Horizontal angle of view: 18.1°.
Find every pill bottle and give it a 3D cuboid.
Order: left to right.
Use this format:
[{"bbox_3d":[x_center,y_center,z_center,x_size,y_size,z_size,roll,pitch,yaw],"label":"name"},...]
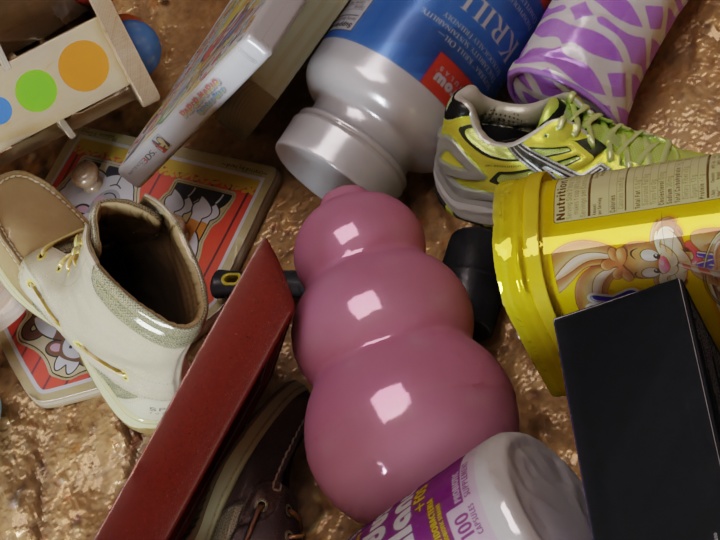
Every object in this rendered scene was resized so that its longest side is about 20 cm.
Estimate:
[{"bbox_3d":[0.036,-0.133,1.424,0.112,0.112,0.201,24,74,35],"label":"pill bottle"},{"bbox_3d":[0.033,0.182,1.206,0.200,0.112,0.113,-38,49,22],"label":"pill bottle"}]

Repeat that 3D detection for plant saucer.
[{"bbox_3d":[-0.095,0.099,1.310,0.037,0.200,0.200,28,71,1],"label":"plant saucer"}]

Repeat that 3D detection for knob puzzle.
[{"bbox_3d":[-0.169,-0.002,1.490,0.218,0.030,0.221,-12,56,18],"label":"knob puzzle"}]

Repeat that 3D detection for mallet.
[{"bbox_3d":[0.000,0.000,1.400,0.199,0.041,0.066,7,63,29],"label":"mallet"}]

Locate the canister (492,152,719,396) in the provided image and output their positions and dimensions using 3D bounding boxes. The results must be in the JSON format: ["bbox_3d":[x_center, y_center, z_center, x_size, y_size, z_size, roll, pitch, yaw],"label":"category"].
[{"bbox_3d":[0.188,-0.002,1.246,0.199,0.149,0.087,-9,54,18],"label":"canister"}]

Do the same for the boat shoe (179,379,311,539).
[{"bbox_3d":[-0.064,0.160,1.324,0.072,0.072,0.201,27,62,4],"label":"boat shoe"}]

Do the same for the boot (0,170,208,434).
[{"bbox_3d":[-0.163,-0.010,1.377,0.072,0.155,0.200,-32,73,-23],"label":"boot"}]

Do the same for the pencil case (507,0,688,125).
[{"bbox_3d":[0.170,-0.172,1.409,0.085,0.084,0.201,35,75,-8],"label":"pencil case"}]

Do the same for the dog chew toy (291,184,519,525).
[{"bbox_3d":[0.015,0.045,1.295,0.124,0.125,0.201,-22,69,11],"label":"dog chew toy"}]

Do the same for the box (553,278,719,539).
[{"bbox_3d":[0.169,0.130,1.174,0.078,0.141,0.201,-19,53,17],"label":"box"}]

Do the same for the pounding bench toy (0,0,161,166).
[{"bbox_3d":[-0.225,-0.155,1.544,0.155,0.125,0.200,-27,14,-5],"label":"pounding bench toy"}]

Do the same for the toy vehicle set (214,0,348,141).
[{"bbox_3d":[-0.021,-0.183,1.483,0.026,0.124,0.201,36,76,-5],"label":"toy vehicle set"}]

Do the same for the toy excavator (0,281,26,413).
[{"bbox_3d":[-0.269,0.056,1.459,0.199,0.100,0.195,-27,54,4],"label":"toy excavator"}]

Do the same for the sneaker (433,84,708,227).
[{"bbox_3d":[0.136,-0.061,1.335,0.199,0.077,0.076,6,42,16],"label":"sneaker"}]

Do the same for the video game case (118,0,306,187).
[{"bbox_3d":[-0.068,-0.163,1.450,0.182,0.023,0.201,-39,18,49],"label":"video game case"}]
